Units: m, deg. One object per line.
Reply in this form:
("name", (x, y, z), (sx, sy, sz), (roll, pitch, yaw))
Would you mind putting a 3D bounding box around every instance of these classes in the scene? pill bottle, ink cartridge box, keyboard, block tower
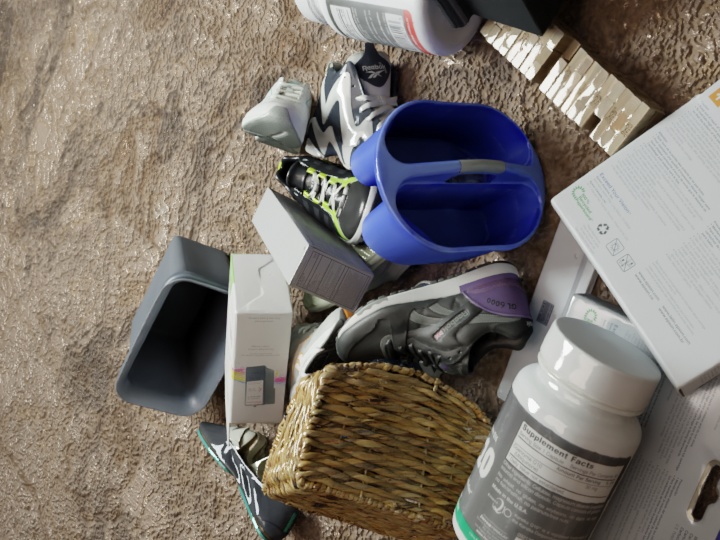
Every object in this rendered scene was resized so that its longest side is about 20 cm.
("pill bottle", (0.026, -0.298, 0.936), (0.198, 0.115, 0.118), (23, 105, 39))
("ink cartridge box", (0.288, -0.036, 0.726), (0.198, 0.040, 0.202), (-35, 61, 14))
("keyboard", (0.186, 0.044, 0.865), (0.056, 0.011, 0.204), (31, 110, 43))
("block tower", (0.193, -0.186, 0.828), (0.058, 0.053, 0.201), (-52, 57, 27))
("ink cartridge box", (-0.123, 0.097, 1.050), (0.118, 0.066, 0.203), (-106, 21, -54))
("ink cartridge box", (0.242, 0.151, 0.782), (0.198, 0.040, 0.203), (30, 110, 37))
("pill bottle", (0.162, 0.150, 0.741), (0.112, 0.112, 0.203), (35, 112, 35))

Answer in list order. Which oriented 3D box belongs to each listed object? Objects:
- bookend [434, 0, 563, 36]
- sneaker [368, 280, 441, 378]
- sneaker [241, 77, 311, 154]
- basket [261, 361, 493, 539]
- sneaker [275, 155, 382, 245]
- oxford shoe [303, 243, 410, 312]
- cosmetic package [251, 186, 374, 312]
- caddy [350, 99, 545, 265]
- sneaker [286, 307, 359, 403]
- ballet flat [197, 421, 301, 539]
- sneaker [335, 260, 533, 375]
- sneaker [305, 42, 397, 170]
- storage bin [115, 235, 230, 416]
("bookend", (0.183, -0.295, 0.768), (0.197, 0.092, 0.202), (30, 88, 36))
("sneaker", (0.034, 0.107, 0.948), (0.074, 0.084, 0.204), (31, 110, 37))
("sneaker", (-0.089, -0.182, 1.011), (0.069, 0.200, 0.082), (19, 94, -6))
("basket", (0.017, 0.178, 0.895), (0.149, 0.196, 0.146), (137, 150, -64))
("sneaker", (-0.044, -0.083, 0.980), (0.200, 0.081, 0.073), (34, 106, 61))
("oxford shoe", (0.000, 0.000, 0.998), (0.199, 0.057, 0.077), (-35, 43, 44))
("cosmetic package", (-0.058, -0.026, 0.973), (0.051, 0.081, 0.200), (-59, 26, 10))
("caddy", (0.086, -0.082, 0.838), (0.104, 0.196, 0.145), (-26, 71, 55))
("sneaker", (-0.050, 0.086, 1.003), (0.201, 0.074, 0.093), (-61, 43, 49))
("ballet flat", (-0.134, 0.246, 1.117), (0.200, 0.072, 0.074), (47, 119, 38))
("sneaker", (0.070, 0.065, 0.869), (0.196, 0.076, 0.089), (-21, 61, 11))
("sneaker", (0.020, -0.174, 0.964), (0.198, 0.078, 0.133), (28, 117, 49))
("storage bin", (-0.222, 0.064, 1.158), (0.202, 0.143, 0.135), (-58, 29, 25))
